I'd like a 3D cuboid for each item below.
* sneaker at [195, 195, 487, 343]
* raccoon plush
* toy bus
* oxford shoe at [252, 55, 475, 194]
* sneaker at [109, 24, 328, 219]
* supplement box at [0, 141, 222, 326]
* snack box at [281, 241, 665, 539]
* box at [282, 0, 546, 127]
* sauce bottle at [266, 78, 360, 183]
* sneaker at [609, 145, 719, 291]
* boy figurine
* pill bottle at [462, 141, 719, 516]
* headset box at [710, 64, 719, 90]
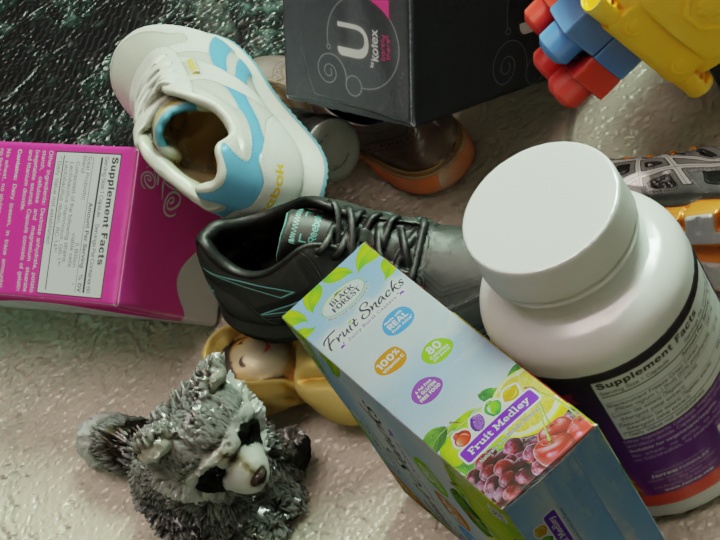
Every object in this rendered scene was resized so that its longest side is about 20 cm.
[{"bbox_3d":[0.000,0.000,1.305,0.200,0.079,0.075,-5,54,23],"label":"sneaker"},{"bbox_3d":[-0.122,0.100,1.341,0.200,0.134,0.097,3,57,33],"label":"raccoon plush"},{"bbox_3d":[0.159,-0.191,1.326,0.192,0.136,0.200,-43,39,21],"label":"toy bus"},{"bbox_3d":[-0.014,-0.112,1.497,0.200,0.073,0.071,20,66,41],"label":"oxford shoe"},{"bbox_3d":[-0.099,-0.095,1.394,0.200,0.081,0.077,41,110,45],"label":"sneaker"},{"bbox_3d":[-0.192,-0.025,1.492,0.200,0.101,0.103,6,85,34],"label":"supplement box"},{"bbox_3d":[0.067,0.097,1.203,0.068,0.169,0.200,-41,42,-8],"label":"snack box"},{"bbox_3d":[0.057,-0.173,1.406,0.106,0.122,0.200,16,28,40],"label":"box"},{"bbox_3d":[-0.070,-0.090,1.471,0.065,0.065,0.200,-49,34,-13],"label":"sauce bottle"},{"bbox_3d":[0.171,-0.035,1.326,0.200,0.078,0.077,10,47,33],"label":"sneaker"},{"bbox_3d":[0.001,0.035,1.373,0.200,0.064,0.124,-15,50,16],"label":"boy figurine"},{"bbox_3d":[0.127,0.029,1.199,0.111,0.200,0.112,-17,46,18],"label":"pill bottle"},{"bbox_3d":[0.259,-0.193,1.394,0.149,0.075,0.200,-23,46,15],"label":"headset box"}]
